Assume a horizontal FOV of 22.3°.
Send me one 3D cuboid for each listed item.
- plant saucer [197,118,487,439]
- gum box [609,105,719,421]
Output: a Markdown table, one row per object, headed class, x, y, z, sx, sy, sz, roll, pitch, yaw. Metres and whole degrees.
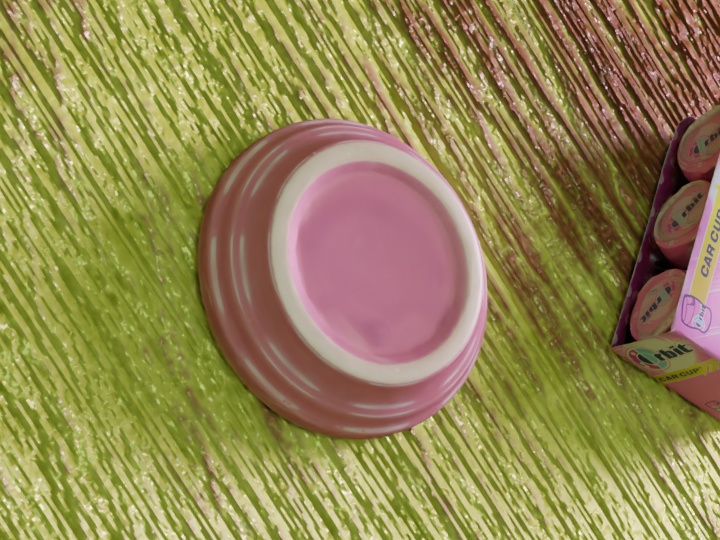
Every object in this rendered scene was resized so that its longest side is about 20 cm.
| class | x | y | z | sx | sy | sz | roll | pitch | yaw |
| --- | --- | --- | --- | --- | --- | --- | --- | --- | --- |
| plant saucer | 0.000 | 0.000 | 1.111 | 0.200 | 0.051 | 0.201 | 10 | 71 | -30 |
| gum box | 0.258 | -0.010 | 1.261 | 0.113 | 0.066 | 0.201 | 32 | 61 | -22 |
